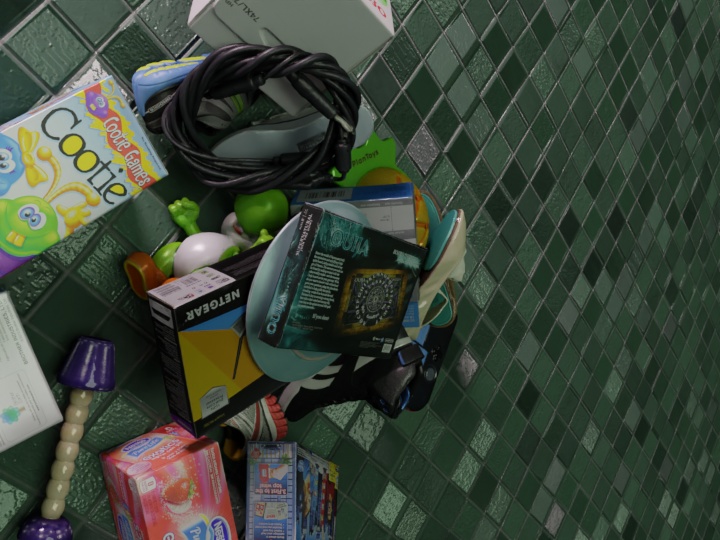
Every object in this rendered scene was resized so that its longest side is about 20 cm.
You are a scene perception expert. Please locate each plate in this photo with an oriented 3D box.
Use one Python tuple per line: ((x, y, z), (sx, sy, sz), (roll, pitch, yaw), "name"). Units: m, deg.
((-0.037, 0.027, 0.699), (0.200, 0.026, 0.201), (-29, 129, -42), "plate")

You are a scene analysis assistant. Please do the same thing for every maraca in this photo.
((0.025, -0.083, 0.881), (0.137, 0.107, 0.200), (-35, 115, -33), "maraca")

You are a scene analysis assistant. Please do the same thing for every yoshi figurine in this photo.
((-0.151, -0.037, 0.735), (0.200, 0.112, 0.113), (-38, 109, -38), "yoshi figurine")

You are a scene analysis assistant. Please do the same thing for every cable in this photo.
((-0.100, -0.150, 0.678), (0.200, 0.051, 0.163), (4, 135, -8), "cable")

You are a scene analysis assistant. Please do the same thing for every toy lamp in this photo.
((-0.287, 0.166, 0.666), (0.058, 0.058, 0.200), (15, 86, -41), "toy lamp")

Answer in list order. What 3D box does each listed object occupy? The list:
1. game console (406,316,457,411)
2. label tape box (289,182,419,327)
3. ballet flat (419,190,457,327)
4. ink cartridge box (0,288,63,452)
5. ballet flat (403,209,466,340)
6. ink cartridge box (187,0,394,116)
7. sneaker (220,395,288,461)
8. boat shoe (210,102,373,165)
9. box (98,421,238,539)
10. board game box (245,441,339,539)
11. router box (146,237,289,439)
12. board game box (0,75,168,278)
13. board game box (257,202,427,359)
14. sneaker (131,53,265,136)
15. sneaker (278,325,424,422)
((0.059, 0.095, 0.978), (0.200, 0.031, 0.177), (39, 69, -37), "game console")
((0.000, 0.000, 0.820), (0.063, 0.144, 0.200), (-83, 169, -66), "label tape box")
((0.102, -0.017, 0.976), (0.072, 0.068, 0.200), (-28, 103, -77), "ballet flat")
((-0.381, 0.111, 0.564), (0.200, 0.076, 0.137), (-28, 111, -38), "ink cartridge box")
((0.102, 0.012, 0.916), (0.069, 0.069, 0.200), (21, 106, -40), "ballet flat")
((-0.069, -0.301, 0.700), (0.147, 0.146, 0.200), (36, 37, -37), "ink cartridge box")
((-0.152, 0.135, 0.766), (0.082, 0.078, 0.200), (-35, 115, -32), "sneaker")
((-0.089, -0.159, 0.801), (0.202, 0.086, 0.075), (-23, 117, -7), "boat shoe")
((-0.200, 0.281, 0.722), (0.095, 0.103, 0.200), (-18, 104, -40), "box")
((-0.081, 0.318, 0.785), (0.200, 0.062, 0.200), (62, 28, -63), "board game box")
((-0.110, 0.056, 0.688), (0.200, 0.051, 0.149), (-28, 127, -41), "router box")
((-0.297, -0.079, 0.602), (0.200, 0.105, 0.103), (-41, 119, -30), "board game box")
((-0.008, 0.019, 0.686), (0.200, 0.028, 0.136), (17, 93, -55), "board game box")
((-0.159, -0.196, 0.747), (0.199, 0.071, 0.083), (-23, 127, -39), "sneaker")
((-0.009, 0.149, 0.811), (0.200, 0.112, 0.073), (-44, 159, 18), "sneaker")
